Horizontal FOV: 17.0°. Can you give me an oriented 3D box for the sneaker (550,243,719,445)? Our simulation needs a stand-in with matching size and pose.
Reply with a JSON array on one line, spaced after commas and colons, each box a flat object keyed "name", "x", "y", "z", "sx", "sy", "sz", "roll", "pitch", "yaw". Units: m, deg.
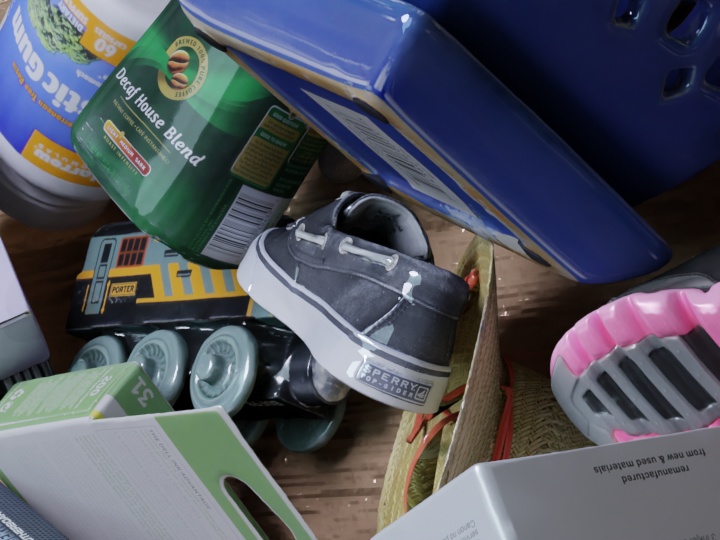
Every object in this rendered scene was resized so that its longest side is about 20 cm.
[{"name": "sneaker", "x": 0.162, "y": 0.008, "z": 0.912, "sx": 0.199, "sy": 0.095, "sz": 0.079, "roll": -28, "pitch": 102, "yaw": 33}]

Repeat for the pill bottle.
[{"name": "pill bottle", "x": -0.134, "y": -0.107, "z": 1.242, "sx": 0.200, "sy": 0.111, "sz": 0.113, "roll": -52, "pitch": 45, "yaw": 48}]

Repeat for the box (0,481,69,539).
[{"name": "box", "x": -0.174, "y": 0.202, "z": 1.167, "sx": 0.157, "sy": 0.051, "sz": 0.202, "roll": 29, "pitch": 130, "yaw": 52}]

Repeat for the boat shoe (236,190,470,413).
[{"name": "boat shoe", "x": 0.000, "y": 0.000, "z": 1.012, "sx": 0.068, "sy": 0.071, "sz": 0.200, "roll": -67, "pitch": 16, "yaw": 6}]

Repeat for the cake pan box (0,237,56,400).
[{"name": "cake pan box", "x": -0.209, "y": 0.000, "z": 1.269, "sx": 0.052, "sy": 0.185, "sz": 0.201, "roll": -24, "pitch": 61, "yaw": -7}]

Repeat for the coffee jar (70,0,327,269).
[{"name": "coffee jar", "x": -0.040, "y": -0.107, "z": 1.099, "sx": 0.201, "sy": 0.085, "sz": 0.104, "roll": -53, "pitch": 53, "yaw": 14}]

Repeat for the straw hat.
[{"name": "straw hat", "x": 0.063, "y": 0.084, "z": 0.998, "sx": 0.201, "sy": 0.084, "sz": 0.203, "roll": -162, "pitch": 90, "yaw": -85}]

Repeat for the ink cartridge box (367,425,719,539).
[{"name": "ink cartridge box", "x": 0.086, "y": 0.175, "z": 0.822, "sx": 0.145, "sy": 0.144, "sz": 0.201, "roll": -39, "pitch": 63, "yaw": 47}]

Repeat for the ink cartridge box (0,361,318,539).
[{"name": "ink cartridge box", "x": -0.078, "y": 0.110, "z": 1.126, "sx": 0.199, "sy": 0.146, "sz": 0.048, "roll": -12, "pitch": 31, "yaw": 46}]

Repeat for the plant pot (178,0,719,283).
[{"name": "plant pot", "x": 0.056, "y": -0.119, "z": 0.936, "sx": 0.199, "sy": 0.200, "sz": 0.181, "roll": 27, "pitch": 81, "yaw": 50}]

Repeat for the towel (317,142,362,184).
[{"name": "towel", "x": 0.002, "y": -0.155, "z": 1.172, "sx": 0.132, "sy": 0.034, "sz": 0.201, "roll": -41, "pitch": 54, "yaw": 37}]

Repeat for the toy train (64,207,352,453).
[{"name": "toy train", "x": -0.073, "y": 0.027, "z": 1.185, "sx": 0.199, "sy": 0.085, "sz": 0.115, "roll": -6, "pitch": 68, "yaw": 48}]
